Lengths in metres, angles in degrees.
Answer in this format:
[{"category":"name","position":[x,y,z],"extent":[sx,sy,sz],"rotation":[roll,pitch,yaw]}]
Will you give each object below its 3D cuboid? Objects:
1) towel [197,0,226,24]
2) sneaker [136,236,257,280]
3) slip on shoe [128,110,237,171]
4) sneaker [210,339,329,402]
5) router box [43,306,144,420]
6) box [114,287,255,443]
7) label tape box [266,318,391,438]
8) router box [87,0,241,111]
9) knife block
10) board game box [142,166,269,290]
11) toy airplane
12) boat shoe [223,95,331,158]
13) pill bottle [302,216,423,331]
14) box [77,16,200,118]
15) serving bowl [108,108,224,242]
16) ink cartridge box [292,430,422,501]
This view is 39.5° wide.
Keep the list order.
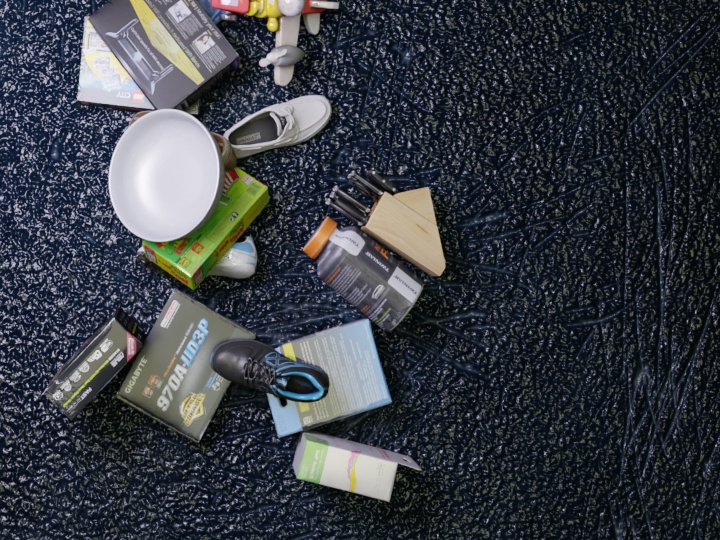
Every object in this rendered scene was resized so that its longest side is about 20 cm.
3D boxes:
[{"category":"towel","position":[-0.223,-0.498,1.661],"extent":[0.112,0.049,0.200],"rotation":[45,84,-5]},{"category":"sneaker","position":[-0.267,-0.026,1.648],"extent":[0.195,0.072,0.074],"rotation":[2,61,-4]},{"category":"slip on shoe","position":[-0.287,-0.206,1.628],"extent":[0.197,0.060,0.078],"rotation":[14,83,23]},{"category":"sneaker","position":[-0.142,0.159,1.589],"extent":[0.196,0.082,0.075],"rotation":[14,91,-4]},{"category":"router box","position":[-0.407,0.139,1.552],"extent":[0.062,0.200,0.150],"rotation":[45,85,-10]},{"category":"box","position":[-0.285,0.155,1.648],"extent":[0.157,0.046,0.202],"rotation":[30,86,-7]},{"category":"label tape box","position":[-0.062,0.176,1.670],"extent":[0.196,0.063,0.147],"rotation":[-16,92,-4]},{"category":"router box","position":[-0.310,-0.363,1.595],"extent":[0.156,0.052,0.201],"rotation":[-38,87,-5]},{"category":"knife block","position":[0.039,-0.074,1.687],"extent":[0.172,0.064,0.204],"rotation":[-13,92,-7]},{"category":"board game box","position":[-0.245,-0.077,1.609],"extent":[0.101,0.048,0.201],"rotation":[31,65,14]},{"category":"toy airplane","position":[-0.119,-0.430,1.611],"extent":[0.199,0.141,0.201],"rotation":[-46,122,-9]},{"category":"boat shoe","position":[-0.136,-0.242,1.659],"extent":[0.196,0.066,0.073],"rotation":[-18,91,-12]},{"category":"pill bottle","position":[0.000,0.000,1.659],"extent":[0.199,0.106,0.107],"rotation":[39,85,-6]},{"category":"box","position":[-0.358,-0.332,1.645],"extent":[0.196,0.038,0.140],"rotation":[6,89,-8]},{"category":"serving bowl","position":[-0.290,-0.143,1.551],"extent":[0.196,0.066,0.205],"rotation":[-1,87,22]},{"category":"ink cartridge box","position":[-0.007,0.324,1.649],"extent":[0.196,0.117,0.069],"rotation":[15,88,-7]}]
